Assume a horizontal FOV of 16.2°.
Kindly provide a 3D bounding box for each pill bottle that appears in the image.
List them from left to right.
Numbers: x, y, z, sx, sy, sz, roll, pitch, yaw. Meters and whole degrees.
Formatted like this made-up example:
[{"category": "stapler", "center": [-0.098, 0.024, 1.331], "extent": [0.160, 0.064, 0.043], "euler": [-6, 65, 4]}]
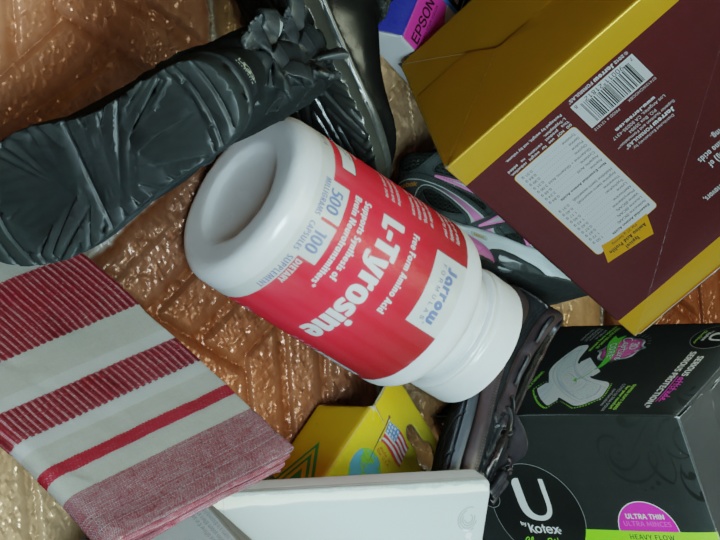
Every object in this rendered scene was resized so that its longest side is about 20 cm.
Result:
[{"category": "pill bottle", "center": [0.000, 0.000, 1.535], "extent": [0.200, 0.112, 0.113], "euler": [32, 64, -31]}]

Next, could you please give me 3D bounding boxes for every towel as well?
[{"category": "towel", "center": [-0.150, 0.063, 1.353], "extent": [0.144, 0.200, 0.023], "euler": [-23, 147, -47]}]

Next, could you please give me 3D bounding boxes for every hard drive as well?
[{"category": "hard drive", "center": [-0.022, 0.186, 1.488], "extent": [0.199, 0.026, 0.133], "euler": [0, 106, -31]}]

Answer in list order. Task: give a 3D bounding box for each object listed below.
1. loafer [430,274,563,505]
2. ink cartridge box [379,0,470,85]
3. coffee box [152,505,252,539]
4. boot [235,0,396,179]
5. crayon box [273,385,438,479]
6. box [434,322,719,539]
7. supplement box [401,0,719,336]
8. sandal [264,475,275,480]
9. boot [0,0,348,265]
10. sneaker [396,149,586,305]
[{"category": "loafer", "center": [0.088, 0.091, 1.607], "extent": [0.063, 0.072, 0.201], "euler": [17, 54, -4]}, {"category": "ink cartridge box", "center": [0.060, -0.161, 1.698], "extent": [0.200, 0.037, 0.095], "euler": [43, 58, -37]}, {"category": "coffee box", "center": [-0.066, 0.278, 1.356], "extent": [0.198, 0.200, 0.200], "euler": [-46, 128, -2]}, {"category": "boot", "center": [0.009, -0.165, 1.591], "extent": [0.158, 0.079, 0.212], "euler": [-33, 112, -38]}, {"category": "crayon box", "center": [-0.013, 0.176, 1.583], "extent": [0.200, 0.051, 0.127], "euler": [-54, 127, -35]}, {"category": "box", "center": [0.180, 0.127, 1.694], "extent": [0.124, 0.199, 0.149], "euler": [-41, 118, -42]}, {"category": "supplement box", "center": [0.174, -0.107, 1.621], "extent": [0.200, 0.197, 0.133], "euler": [39, 18, -32]}, {"category": "sandal", "center": [-0.122, 0.107, 1.446], "extent": [0.201, 0.080, 0.058], "euler": [37, 75, -42]}, {"category": "boot", "center": [-0.112, -0.079, 1.408], "extent": [0.074, 0.198, 0.162], "euler": [60, 23, -5]}, {"category": "sneaker", "center": [0.094, -0.031, 1.700], "extent": [0.200, 0.080, 0.087], "euler": [23, 60, -52]}]
